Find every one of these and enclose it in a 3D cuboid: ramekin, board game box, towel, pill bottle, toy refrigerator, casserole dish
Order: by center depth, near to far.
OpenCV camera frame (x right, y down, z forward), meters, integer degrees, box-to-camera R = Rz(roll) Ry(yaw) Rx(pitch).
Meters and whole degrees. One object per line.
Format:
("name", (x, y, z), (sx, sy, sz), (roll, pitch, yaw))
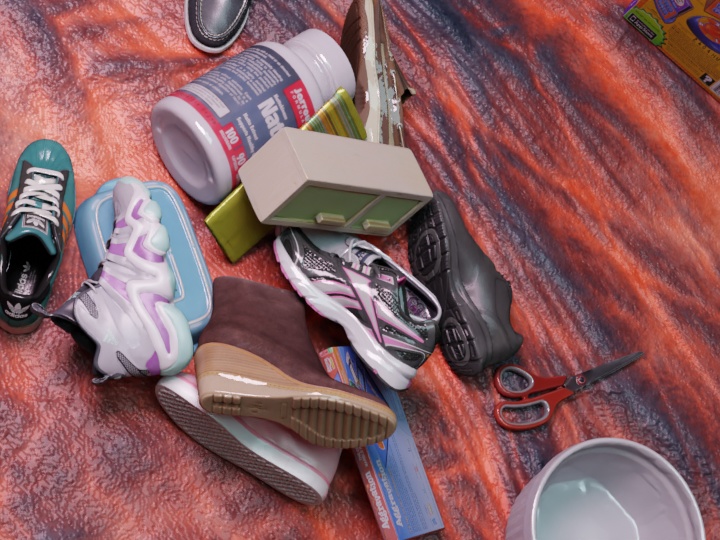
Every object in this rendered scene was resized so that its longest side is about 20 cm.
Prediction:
("casserole dish", (-0.211, -0.006, 1.520), (0.120, 0.039, 0.202), (-16, 79, -23))
("board game box", (0.022, 0.172, 1.523), (0.103, 0.019, 0.202), (4, 64, -61))
("toy refrigerator", (-0.021, -0.084, 1.528), (0.199, 0.076, 0.070), (4, 54, -51))
("ramekin", (0.241, 0.280, 1.551), (0.198, 0.105, 0.202), (7, 69, -18))
("towel", (-0.076, -0.098, 1.553), (0.200, 0.086, 0.018), (-44, 57, -11))
("pill bottle", (-0.106, -0.166, 1.568), (0.199, 0.120, 0.120), (-36, 86, -27))
("board game box", (0.477, -0.345, 1.803), (0.200, 0.200, 0.200), (40, 63, -4))

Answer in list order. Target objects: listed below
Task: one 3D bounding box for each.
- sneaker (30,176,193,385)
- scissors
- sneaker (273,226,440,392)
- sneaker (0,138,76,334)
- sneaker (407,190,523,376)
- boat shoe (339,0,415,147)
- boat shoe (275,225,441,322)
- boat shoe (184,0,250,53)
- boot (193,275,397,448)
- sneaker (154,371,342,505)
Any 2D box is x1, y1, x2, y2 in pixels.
("sneaker", (-0.246, 0.011, 1.438), (0.139, 0.078, 0.202), (-11, 71, -18))
("scissors", (0.230, 0.130, 1.653), (0.198, 0.014, 0.074), (-4, 71, -23))
("sneaker", (0.003, 0.022, 1.518), (0.086, 0.080, 0.200), (-45, 82, 6))
("sneaker", (-0.311, -0.043, 1.469), (0.071, 0.080, 0.202), (10, 68, -15))
("sneaker", (0.113, 0.011, 1.625), (0.090, 0.076, 0.202), (-12, 83, -34))
("boat shoe", (0.021, -0.198, 1.659), (0.074, 0.075, 0.204), (3, 82, -22))
("boat shoe", (0.000, 0.000, 1.577), (0.200, 0.069, 0.072), (43, 64, 1))
("boat shoe", (-0.140, -0.332, 1.647), (0.075, 0.060, 0.202), (16, 67, -14))
("boot", (-0.058, 0.080, 1.458), (0.198, 0.073, 0.167), (13, 42, -7))
("sneaker", (-0.100, 0.136, 1.493), (0.199, 0.075, 0.105), (34, 61, -10))
